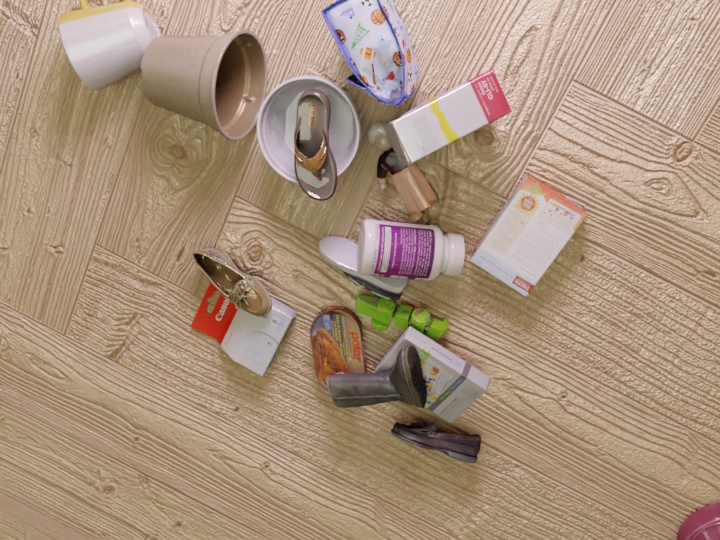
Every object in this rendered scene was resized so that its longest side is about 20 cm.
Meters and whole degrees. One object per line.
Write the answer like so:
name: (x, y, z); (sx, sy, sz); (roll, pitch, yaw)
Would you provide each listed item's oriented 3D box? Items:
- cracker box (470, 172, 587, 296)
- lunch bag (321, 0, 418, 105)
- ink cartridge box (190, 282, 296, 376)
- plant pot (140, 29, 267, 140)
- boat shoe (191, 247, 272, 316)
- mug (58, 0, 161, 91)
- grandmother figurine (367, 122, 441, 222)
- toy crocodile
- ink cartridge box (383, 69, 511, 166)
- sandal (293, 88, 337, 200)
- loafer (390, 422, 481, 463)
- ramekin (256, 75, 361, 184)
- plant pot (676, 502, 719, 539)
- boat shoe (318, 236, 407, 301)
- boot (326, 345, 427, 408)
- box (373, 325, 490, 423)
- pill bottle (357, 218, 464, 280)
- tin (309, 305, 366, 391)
cracker box: (0.323, -0.069, 1.398); (0.134, 0.058, 0.201); (33, 109, -1)
lunch bag: (0.031, -0.392, 1.283); (0.123, 0.170, 0.201); (-25, 103, 20)
ink cartridge box: (-0.261, 0.113, 1.564); (0.199, 0.047, 0.161); (28, 110, -2)
plant pot: (-0.301, -0.362, 1.354); (0.182, 0.200, 0.202); (15, 110, 17)
boat shoe: (-0.272, 0.027, 1.507); (0.200, 0.063, 0.074); (37, 102, 13)
mug: (-0.472, -0.456, 1.369); (0.152, 0.150, 0.188); (-17, 111, 6)
grandmother figurine: (0.082, -0.199, 1.399); (0.121, 0.061, 0.201); (-33, 103, 9)
toy crocodile: (0.085, 0.094, 1.493); (0.199, 0.062, 0.068); (17, 135, 9)
ink cartridge box: (0.150, -0.271, 1.290); (0.199, 0.145, 0.084); (-28, 101, 1)
sandal: (-0.085, -0.225, 1.308); (0.081, 0.055, 0.202); (5, 108, 9)
loafer: (0.167, 0.359, 1.569); (0.199, 0.072, 0.063); (20, 91, -3)
ramekin: (-0.090, -0.271, 1.379); (0.199, 0.105, 0.202); (3, 108, 9)
plant pot: (0.772, 0.615, 1.480); (0.198, 0.179, 0.202); (3, 109, 10)
boat shoe: (0.000, 0.000, 1.475); (0.199, 0.072, 0.068); (26, 140, 6)
boot: (0.026, 0.221, 1.478); (0.199, 0.073, 0.183); (3, 129, 21)
box: (0.147, 0.220, 1.501); (0.199, 0.041, 0.156); (34, 136, -1)
pill bottle: (0.098, -0.038, 1.408); (0.198, 0.112, 0.113); (5, 109, -7)
tin: (-0.045, 0.173, 1.552); (0.111, 0.042, 0.201); (-2, 108, 15)
